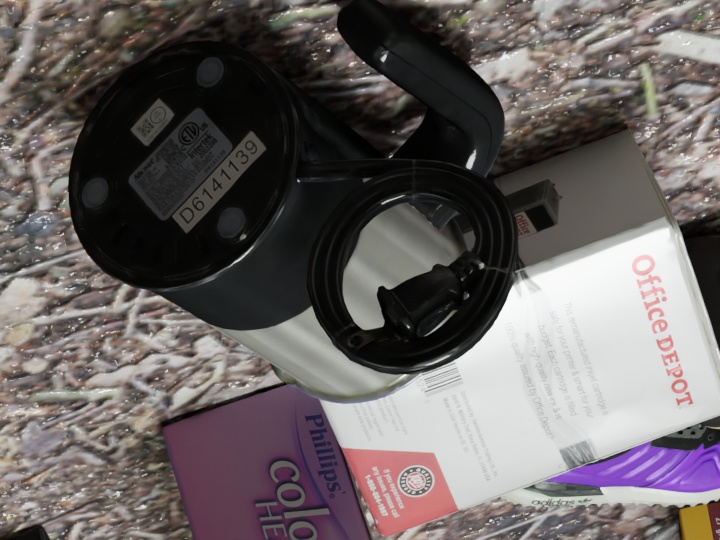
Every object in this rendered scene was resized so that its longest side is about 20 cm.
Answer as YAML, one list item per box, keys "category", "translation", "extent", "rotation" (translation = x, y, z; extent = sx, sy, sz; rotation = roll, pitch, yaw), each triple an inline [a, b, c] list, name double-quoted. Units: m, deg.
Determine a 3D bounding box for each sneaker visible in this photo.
- category: "sneaker"
  translation: [0.175, 0.090, 1.730]
  extent: [0.199, 0.070, 0.100]
  rotation: [-6, 148, -23]

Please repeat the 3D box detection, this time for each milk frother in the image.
- category: "milk frother"
  translation: [0.000, 0.000, 1.325]
  extent: [0.180, 0.200, 0.188]
  rotation: [-31, 150, 15]

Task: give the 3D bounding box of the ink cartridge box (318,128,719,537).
- category: "ink cartridge box"
  translation: [0.076, 0.033, 1.508]
  extent: [0.199, 0.083, 0.147]
  rotation: [-20, 131, 3]

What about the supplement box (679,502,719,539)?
- category: "supplement box"
  translation: [0.313, 0.214, 1.880]
  extent: [0.197, 0.133, 0.200]
  rotation: [-10, 167, 4]

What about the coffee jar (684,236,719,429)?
- category: "coffee jar"
  translation: [0.237, 0.048, 1.653]
  extent: [0.085, 0.104, 0.200]
  rotation: [-41, 146, 24]

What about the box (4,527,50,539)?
- category: "box"
  translation: [-0.259, 0.241, 1.765]
  extent: [0.198, 0.050, 0.200]
  rotation: [-19, 152, -2]

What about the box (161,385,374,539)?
- category: "box"
  translation: [-0.031, 0.190, 1.670]
  extent: [0.096, 0.176, 0.200]
  rotation: [-18, 153, -2]
